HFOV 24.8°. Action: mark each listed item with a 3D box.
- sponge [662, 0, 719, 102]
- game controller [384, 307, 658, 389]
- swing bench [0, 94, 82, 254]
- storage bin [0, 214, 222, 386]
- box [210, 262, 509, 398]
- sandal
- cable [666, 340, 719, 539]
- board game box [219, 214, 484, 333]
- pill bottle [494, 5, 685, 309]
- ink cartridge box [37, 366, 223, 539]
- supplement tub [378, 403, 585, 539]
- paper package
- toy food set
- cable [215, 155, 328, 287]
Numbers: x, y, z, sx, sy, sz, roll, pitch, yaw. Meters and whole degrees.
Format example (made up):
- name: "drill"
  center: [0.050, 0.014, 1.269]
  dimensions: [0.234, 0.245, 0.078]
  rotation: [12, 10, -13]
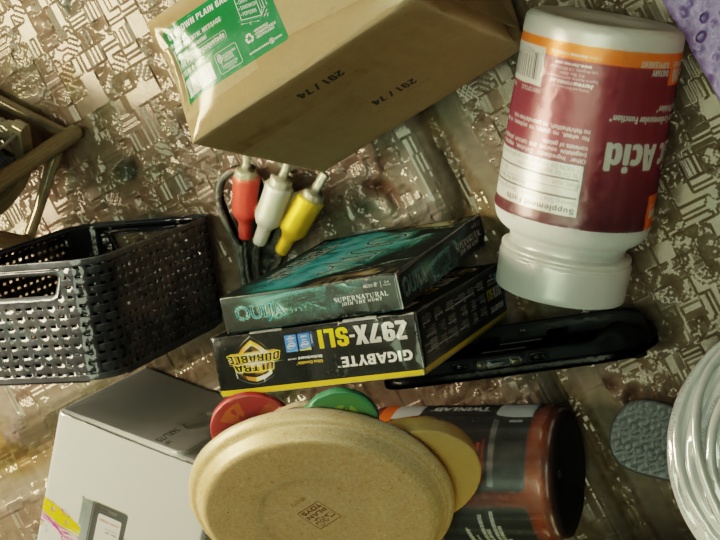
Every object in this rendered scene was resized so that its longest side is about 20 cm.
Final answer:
- name: "sponge"
  center: [0.305, -0.138, 1.144]
  dimensions: [0.111, 0.030, 0.200]
  rotation: [-29, 89, 24]
- name: "game controller"
  center: [0.118, 0.064, 1.220]
  dimensions: [0.200, 0.104, 0.042]
  rotation: [-10, 100, 23]
- name: "swing bench"
  center: [-0.371, -0.087, 1.329]
  dimensions: [0.199, 0.200, 0.130]
  rotation: [26, 110, 14]
- name: "storage bin"
  center: [-0.210, 0.020, 1.288]
  dimensions: [0.135, 0.200, 0.094]
  rotation: [-4, 99, 22]
- name: "box"
  center: [0.004, 0.042, 1.209]
  dimensions: [0.159, 0.200, 0.049]
  rotation: [-6, 98, 22]
- name: "sandal"
  center: [0.282, 0.146, 1.209]
  dimensions: [0.200, 0.043, 0.076]
  rotation: [25, 89, 15]
- name: "cable"
  center: [0.316, 0.129, 1.147]
  dimensions: [0.200, 0.069, 0.200]
  rotation: [-39, 75, 3]
- name: "board game box"
  center: [0.000, 0.000, 1.200]
  dimensions: [0.135, 0.200, 0.028]
  rotation: [-9, 100, 22]
- name: "pill bottle"
  center: [0.158, -0.081, 1.168]
  dimensions: [0.114, 0.114, 0.201]
  rotation: [13, 106, 19]
- name: "ink cartridge box"
  center: [-0.165, 0.207, 1.342]
  dimensions: [0.146, 0.147, 0.200]
  rotation: [18, 107, 18]
- name: "supplement tub"
  center: [0.065, 0.156, 1.260]
  dimensions: [0.200, 0.107, 0.107]
  rotation: [-2, 101, 23]
- name: "paper package"
  center: [-0.015, -0.169, 1.170]
  dimensions: [0.200, 0.190, 0.104]
  rotation: [-30, 72, 25]
- name: "toy food set"
  center: [-0.028, 0.157, 1.181]
  dimensions: [0.198, 0.049, 0.200]
  rotation: [23, 131, -17]
- name: "cable"
  center: [-0.088, -0.003, 1.316]
  dimensions: [0.097, 0.050, 0.200]
  rotation: [19, 107, 15]
